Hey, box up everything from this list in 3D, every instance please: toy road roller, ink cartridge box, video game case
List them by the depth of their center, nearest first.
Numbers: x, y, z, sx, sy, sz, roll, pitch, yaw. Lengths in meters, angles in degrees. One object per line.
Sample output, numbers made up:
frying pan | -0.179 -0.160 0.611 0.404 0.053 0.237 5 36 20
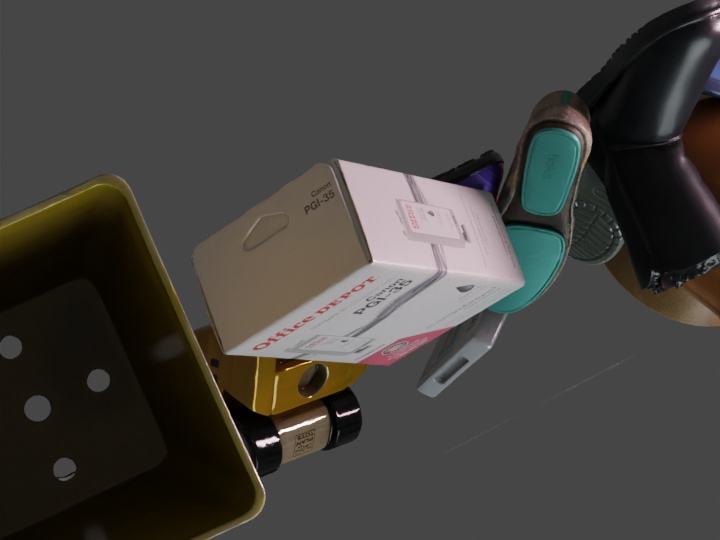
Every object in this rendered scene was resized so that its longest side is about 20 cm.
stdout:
ink cartridge box | 0.000 0.000 1.169 0.146 0.083 0.199 -32 158 30
toy road roller | -0.082 0.065 1.371 0.122 0.146 0.201 -17 129 -38
video game case | 0.119 0.002 1.418 0.201 0.024 0.182 -63 -177 -21

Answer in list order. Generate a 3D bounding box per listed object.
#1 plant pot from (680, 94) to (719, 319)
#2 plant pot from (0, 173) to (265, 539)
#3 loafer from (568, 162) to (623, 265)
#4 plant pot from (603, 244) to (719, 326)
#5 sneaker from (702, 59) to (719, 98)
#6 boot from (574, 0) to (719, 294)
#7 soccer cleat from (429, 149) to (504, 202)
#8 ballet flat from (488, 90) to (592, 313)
plant pot | 0.305 -0.054 1.319 0.201 0.139 0.200 -62 171 -16
plant pot | -0.189 0.081 0.947 0.199 0.201 0.176 -24 -179 -9
loafer | 0.218 -0.073 1.414 0.070 0.075 0.200 -53 177 -32
plant pot | 0.334 -0.080 1.490 0.185 0.187 0.200 -20 155 -31
sneaker | 0.320 -0.170 1.267 0.199 0.083 0.074 -5 -162 -24
boot | 0.234 -0.085 1.184 0.076 0.169 0.200 -20 167 -29
soccer cleat | 0.088 -0.038 1.314 0.068 0.074 0.200 -23 169 -11
ballet flat | 0.135 -0.053 1.241 0.068 0.068 0.201 16 134 -3
